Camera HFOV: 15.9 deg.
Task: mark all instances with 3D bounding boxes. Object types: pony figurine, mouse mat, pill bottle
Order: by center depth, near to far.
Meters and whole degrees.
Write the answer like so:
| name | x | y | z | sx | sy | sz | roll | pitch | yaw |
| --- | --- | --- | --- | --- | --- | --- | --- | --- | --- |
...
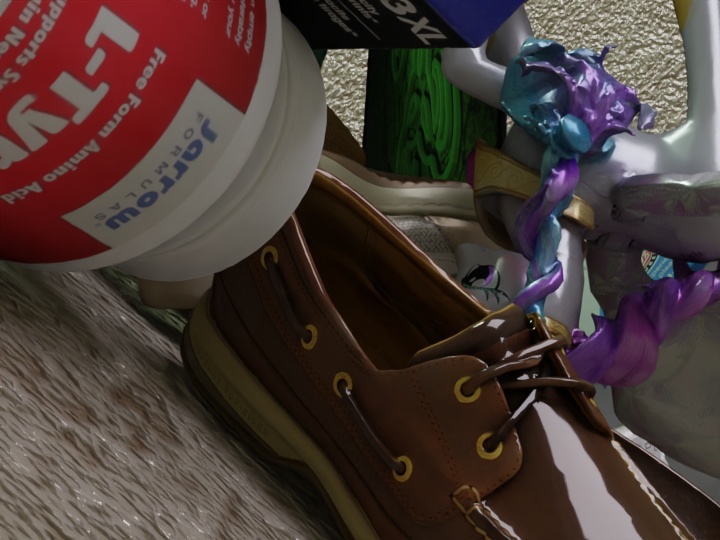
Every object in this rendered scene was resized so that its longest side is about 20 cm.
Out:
| name | x | y | z | sx | sy | sz | roll | pitch | yaw |
| --- | --- | --- | --- | --- | --- | --- | --- | --- | --- |
| pill bottle | -0.089 | -0.066 | 0.632 | 0.112 | 0.112 | 0.200 | 43 | 5 | 31 |
| pony figurine | 0.100 | -0.020 | 0.825 | 0.192 | 0.201 | 0.167 | 11 | -37 | -5 |
| mouse mat | 0.025 | -0.033 | 1.021 | 0.007 | 0.201 | 0.161 | -2 | 20 | -18 |

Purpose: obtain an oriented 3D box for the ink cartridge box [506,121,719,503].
| name | x | y | z | sx | sy | sz | roll | pitch | yaw |
| --- | --- | --- | --- | --- | --- | --- | --- | --- | --- |
| ink cartridge box | 0.093 | 0.026 | 1.070 | 0.086 | 0.147 | 0.200 | 37 | 5 | -23 |

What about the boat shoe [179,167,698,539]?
| name | x | y | z | sx | sy | sz | roll | pitch | yaw |
| --- | --- | --- | --- | --- | --- | --- | --- | --- | --- |
| boat shoe | 0.028 | 0.044 | 0.698 | 0.072 | 0.068 | 0.200 | -15 | 45 | -44 |

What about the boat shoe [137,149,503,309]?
| name | x | y | z | sx | sy | sz | roll | pitch | yaw |
| --- | --- | --- | --- | --- | --- | --- | --- | --- | --- |
| boat shoe | 0.000 | 0.000 | 0.866 | 0.072 | 0.065 | 0.199 | 0 | -9 | 40 |

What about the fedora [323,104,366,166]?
| name | x | y | z | sx | sy | sz | roll | pitch | yaw |
| --- | --- | --- | --- | --- | --- | --- | --- | --- | --- |
| fedora | -0.061 | -0.053 | 0.943 | 0.200 | 0.082 | 0.201 | 40 | 4 | -3 |

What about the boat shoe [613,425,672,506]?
| name | x | y | z | sx | sy | sz | roll | pitch | yaw |
| --- | --- | --- | --- | --- | --- | --- | --- | --- | --- |
| boat shoe | 0.083 | 0.082 | 0.926 | 0.200 | 0.069 | 0.071 | 41 | 5 | 8 |

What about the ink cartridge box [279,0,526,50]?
| name | x | y | z | sx | sy | sz | roll | pitch | yaw |
| --- | --- | --- | --- | --- | --- | --- | --- | --- | --- |
| ink cartridge box | -0.021 | -0.101 | 0.695 | 0.095 | 0.037 | 0.199 | 43 | -22 | -28 |

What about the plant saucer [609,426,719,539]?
| name | x | y | z | sx | sy | sz | roll | pitch | yaw |
| --- | --- | --- | --- | --- | --- | --- | --- | --- | --- |
| plant saucer | 0.083 | 0.099 | 0.810 | 0.200 | 0.035 | 0.200 | 33 | 14 | -9 |

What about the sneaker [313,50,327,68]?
| name | x | y | z | sx | sy | sz | roll | pitch | yaw |
| --- | --- | --- | --- | --- | --- | --- | --- | --- | --- |
| sneaker | -0.035 | -0.145 | 1.026 | 0.079 | 0.131 | 0.200 | 19 | -25 | 1 |
